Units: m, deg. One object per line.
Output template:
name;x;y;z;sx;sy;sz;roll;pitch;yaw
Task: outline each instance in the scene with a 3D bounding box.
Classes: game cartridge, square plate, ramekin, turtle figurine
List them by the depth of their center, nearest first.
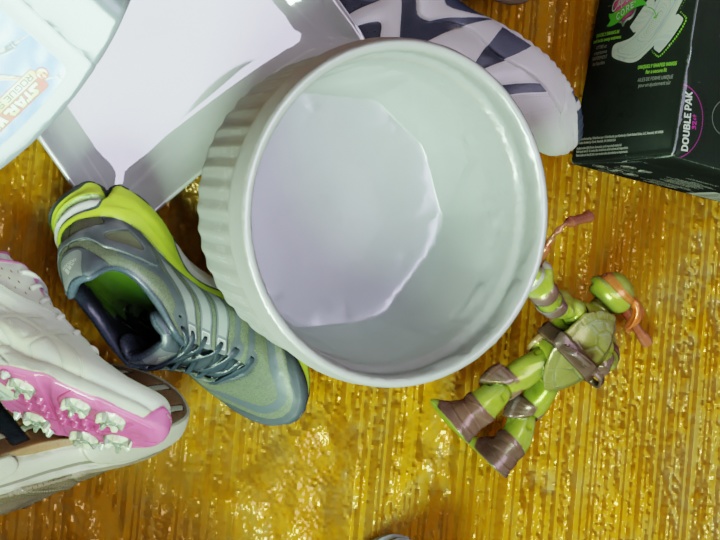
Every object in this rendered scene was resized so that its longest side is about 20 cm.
game cartridge;-0.229;-0.121;1.303;0.200;0.042;0.133;-41;108;19
ramekin;-0.001;-0.036;1.365;0.200;0.105;0.201;-3;95;-29
square plate;-0.130;-0.156;1.401;0.200;0.028;0.198;-38;103;-9
turtle figurine;0.130;0.059;1.514;0.161;0.064;0.200;-47;150;-1

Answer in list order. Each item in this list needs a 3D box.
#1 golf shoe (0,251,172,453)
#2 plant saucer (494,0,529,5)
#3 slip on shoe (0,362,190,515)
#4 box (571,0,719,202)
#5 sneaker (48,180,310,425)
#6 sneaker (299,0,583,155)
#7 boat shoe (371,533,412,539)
golf shoe;-0.193;0.036;1.332;0.200;0.075;0.092;22;62;3
plant saucer;0.086;-0.269;1.490;0.200;0.029;0.201;-6;97;-60
slip on shoe;-0.195;0.108;1.371;0.200;0.076;0.061;-16;139;-37
box;0.248;-0.155;1.568;0.148;0.124;0.201;12;85;-27
sneaker;-0.110;0.037;1.386;0.200;0.074;0.081;39;31;-24
sneaker;0.040;-0.111;1.484;0.199;0.079;0.130;43;73;-21
boat shoe;0.029;0.269;1.479;0.073;0.067;0.201;-9;93;-27
